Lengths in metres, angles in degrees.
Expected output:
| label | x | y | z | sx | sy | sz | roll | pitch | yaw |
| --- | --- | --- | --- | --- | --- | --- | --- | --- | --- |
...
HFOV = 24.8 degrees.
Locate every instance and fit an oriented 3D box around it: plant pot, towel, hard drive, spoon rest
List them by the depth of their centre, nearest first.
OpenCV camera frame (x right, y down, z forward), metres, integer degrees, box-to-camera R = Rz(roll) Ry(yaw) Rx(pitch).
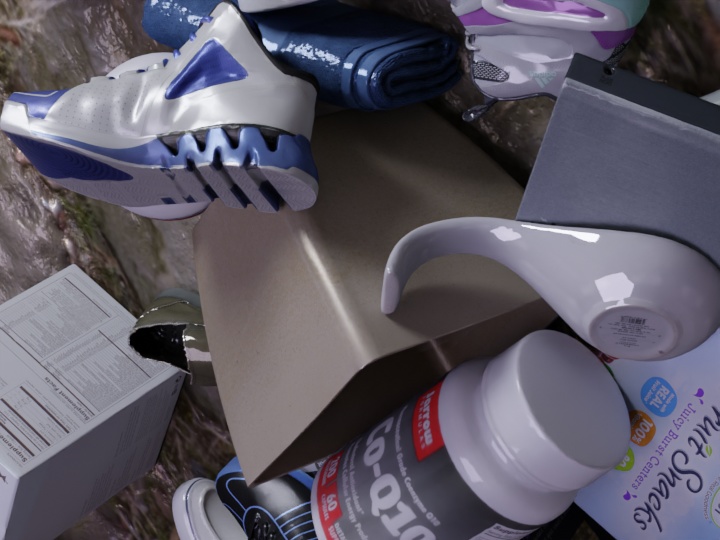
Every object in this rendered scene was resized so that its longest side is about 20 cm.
| label | x | y | z | sx | sy | sz | roll | pitch | yaw |
| --- | --- | --- | --- | --- | --- | --- | --- | --- | --- |
| hard drive | 0.194 | -0.034 | 0.914 | 0.199 | 0.033 | 0.140 | 21 | 146 | 6 |
| spoon rest | 0.114 | 0.006 | 0.952 | 0.199 | 0.061 | 0.100 | 9 | 141 | 1 |
| towel | -0.041 | -0.150 | 1.086 | 0.199 | 0.111 | 0.049 | 22 | 117 | 30 |
| plant pot | 0.000 | 0.000 | 1.088 | 0.178 | 0.199 | 0.200 | 61 | 144 | 15 |

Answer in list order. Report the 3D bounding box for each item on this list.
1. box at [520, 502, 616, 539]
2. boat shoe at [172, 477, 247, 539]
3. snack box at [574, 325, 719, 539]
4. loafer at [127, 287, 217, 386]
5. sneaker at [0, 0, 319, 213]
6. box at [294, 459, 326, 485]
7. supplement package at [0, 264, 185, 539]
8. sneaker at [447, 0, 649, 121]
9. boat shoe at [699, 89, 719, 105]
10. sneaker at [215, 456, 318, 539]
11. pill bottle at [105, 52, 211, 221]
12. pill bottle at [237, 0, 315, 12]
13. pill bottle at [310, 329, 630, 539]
| label | x | y | z | sx | sy | sz | roll | pitch | yaw |
| --- | --- | --- | --- | --- | --- | --- | --- | --- | --- |
| box | 0.136 | 0.255 | 1.179 | 0.122 | 0.106 | 0.200 | -33 | 90 | 47 |
| boat shoe | -0.083 | 0.258 | 1.408 | 0.066 | 0.072 | 0.200 | -30 | 94 | 43 |
| snack box | 0.209 | 0.093 | 1.042 | 0.169 | 0.068 | 0.200 | 41 | 137 | 17 |
| loafer | -0.108 | 0.072 | 1.316 | 0.199 | 0.070 | 0.076 | 14 | 124 | 36 |
| sneaker | -0.108 | -0.103 | 1.005 | 0.198 | 0.116 | 0.081 | 6 | 157 | 16 |
| box | -0.001 | 0.206 | 1.307 | 0.116 | 0.060 | 0.201 | -25 | 96 | 47 |
| supplement package | -0.282 | 0.128 | 1.411 | 0.151 | 0.200 | 0.152 | 39 | 134 | 17 |
| sneaker | 0.072 | -0.158 | 1.005 | 0.200 | 0.078 | 0.140 | 32 | 132 | 24 |
| boat shoe | 0.184 | -0.059 | 0.970 | 0.200 | 0.071 | 0.064 | -21 | 98 | 45 |
| sneaker | -0.045 | 0.213 | 1.249 | 0.200 | 0.078 | 0.070 | 29 | 131 | 26 |
| pill bottle | -0.135 | -0.092 | 1.142 | 0.113 | 0.113 | 0.200 | 59 | 176 | -3 |
| pill bottle | -0.060 | -0.268 | 1.023 | 0.109 | 0.109 | 0.201 | 1 | 110 | 42 |
| pill bottle | 0.068 | 0.125 | 1.049 | 0.200 | 0.114 | 0.114 | -39 | 86 | 38 |
